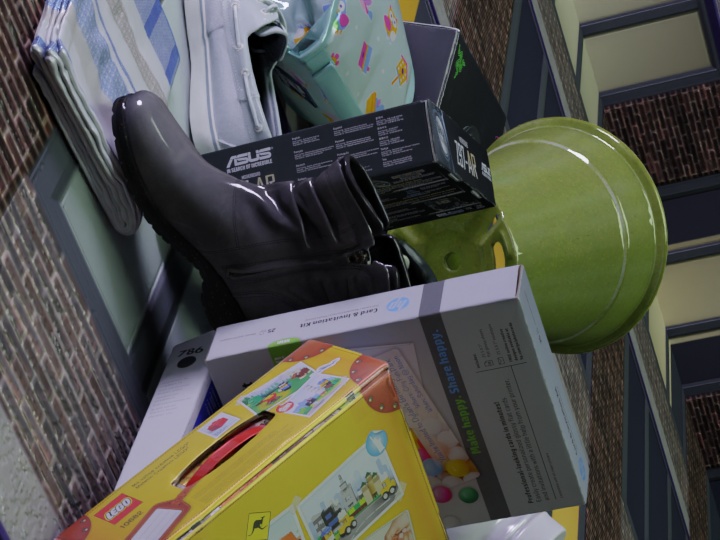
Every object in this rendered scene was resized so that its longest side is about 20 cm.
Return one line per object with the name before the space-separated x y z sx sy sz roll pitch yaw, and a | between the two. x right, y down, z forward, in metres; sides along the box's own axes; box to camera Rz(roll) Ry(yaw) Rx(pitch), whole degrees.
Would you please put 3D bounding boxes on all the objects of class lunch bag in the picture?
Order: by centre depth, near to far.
lunch bag | -0.032 -0.205 1.531 0.171 0.121 0.201 55 22 -57

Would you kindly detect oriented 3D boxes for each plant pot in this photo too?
plant pot | 0.119 -0.018 1.536 0.190 0.199 0.202 -12 90 -56

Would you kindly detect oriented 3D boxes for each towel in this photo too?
towel | -0.156 -0.135 1.220 0.201 0.024 0.148 -83 156 -50

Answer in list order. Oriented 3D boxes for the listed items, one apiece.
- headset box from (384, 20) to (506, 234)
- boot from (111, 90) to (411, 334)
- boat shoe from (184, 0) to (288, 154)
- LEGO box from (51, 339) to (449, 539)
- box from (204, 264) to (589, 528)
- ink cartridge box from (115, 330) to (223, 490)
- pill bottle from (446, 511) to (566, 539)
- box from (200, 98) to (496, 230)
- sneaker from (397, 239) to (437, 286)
headset box | 0.045 -0.104 1.665 0.200 0.092 0.175 49 54 -64
boot | -0.056 -0.044 1.175 0.201 0.131 0.070 59 24 -14
boat shoe | -0.085 -0.162 1.399 0.070 0.071 0.202 50 32 -60
LEGO box | -0.053 0.160 1.078 0.200 0.077 0.150 -37 121 -31
box | 0.024 0.088 1.166 0.041 0.198 0.157 -73 148 -57
ink cartridge box | -0.097 0.115 1.190 0.200 0.039 0.100 -71 146 -59
pill bottle | 0.046 0.158 1.377 0.200 0.109 0.109 37 6 17
box | -0.022 -0.056 1.308 0.160 0.199 0.044 25 54 -70
sneaker | 0.000 0.000 1.411 0.199 0.079 0.130 48 -9 28
